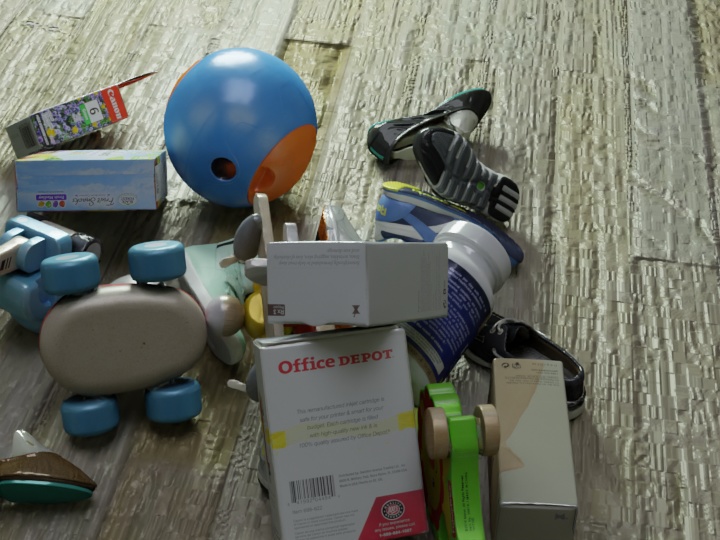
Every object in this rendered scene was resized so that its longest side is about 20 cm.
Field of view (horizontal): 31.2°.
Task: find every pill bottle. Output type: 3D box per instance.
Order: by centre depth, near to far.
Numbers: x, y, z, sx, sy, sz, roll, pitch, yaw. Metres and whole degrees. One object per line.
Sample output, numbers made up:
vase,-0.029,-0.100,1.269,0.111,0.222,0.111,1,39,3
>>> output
pill bottle,0.078,0.046,1.429,0.115,0.116,0.200,26,59,25

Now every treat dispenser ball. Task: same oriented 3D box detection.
treat dispenser ball,-0.154,-0.183,1.653,0.197,0.203,0.202,2,39,-1

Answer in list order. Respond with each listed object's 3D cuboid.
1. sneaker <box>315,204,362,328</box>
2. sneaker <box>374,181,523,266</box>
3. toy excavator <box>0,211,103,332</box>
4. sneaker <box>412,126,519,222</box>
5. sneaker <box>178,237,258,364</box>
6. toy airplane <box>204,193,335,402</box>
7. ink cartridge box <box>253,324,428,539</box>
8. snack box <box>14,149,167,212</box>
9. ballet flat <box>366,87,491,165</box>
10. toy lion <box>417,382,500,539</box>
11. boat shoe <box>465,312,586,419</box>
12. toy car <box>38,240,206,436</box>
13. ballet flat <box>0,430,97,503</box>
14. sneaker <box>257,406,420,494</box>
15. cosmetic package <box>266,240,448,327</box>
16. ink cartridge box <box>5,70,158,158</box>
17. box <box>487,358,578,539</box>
sneaker,0.000,0.000,1.556,0.091,0.076,0.202,-1,47,-17
sneaker,0.107,-0.041,1.610,0.198,0.083,0.074,23,9,0
toy excavator,-0.380,-0.006,1.417,0.099,0.197,0.200,20,28,18
sneaker,0.106,-0.124,1.647,0.115,0.199,0.076,19,79,48
sneaker,-0.140,0.022,1.503,0.117,0.075,0.201,-17,41,-14
toy airplane,-0.100,0.037,1.368,0.139,0.202,0.200,-9,19,4
ink cartridge box,-0.021,0.158,1.249,0.143,0.203,0.083,-7,3,-11
snack box,-0.327,-0.113,1.598,0.166,0.069,0.200,-1,10,-4
ballet flat,0.105,-0.191,1.795,0.198,0.068,0.069,-22,54,-12
toy lion,0.087,0.209,1.242,0.068,0.192,0.203,-3,80,-8
boat shoe,0.177,0.089,1.458,0.073,0.061,0.200,-24,46,-26
toy car,-0.264,0.059,1.421,0.174,0.187,0.200,-8,11,-11
ballet flat,-0.364,0.199,1.284,0.197,0.068,0.073,-6,62,-4
sneaker,-0.009,0.177,1.328,0.197,0.077,0.076,-15,42,-21
cosmetic package,0.001,0.011,1.265,0.111,0.083,0.199,0,0,24
ink cartridge box,-0.372,-0.212,1.756,0.198,0.051,0.108,-26,11,-31
box,0.171,0.192,1.310,0.076,0.096,0.201,3,38,1
